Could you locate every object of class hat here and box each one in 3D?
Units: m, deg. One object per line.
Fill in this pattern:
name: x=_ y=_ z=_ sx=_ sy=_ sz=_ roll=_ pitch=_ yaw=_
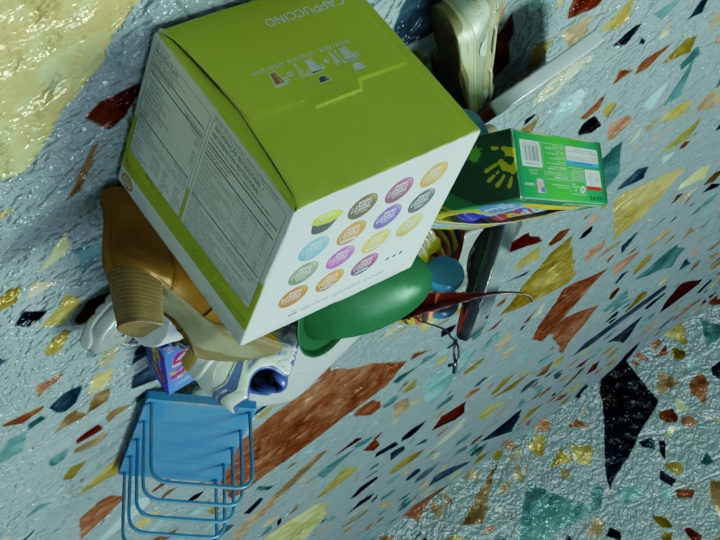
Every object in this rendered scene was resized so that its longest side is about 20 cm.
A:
hat: x=0.057 y=0.031 z=1.428 sx=0.201 sy=0.175 sz=0.166 roll=-57 pitch=157 yaw=-26

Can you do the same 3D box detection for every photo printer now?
photo printer: x=-0.075 y=0.087 z=1.772 sx=0.200 sy=0.070 sz=0.166 roll=-45 pitch=160 yaw=20

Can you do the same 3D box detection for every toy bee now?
toy bee: x=0.067 y=0.016 z=1.612 sx=0.200 sy=0.108 sz=0.132 roll=-83 pitch=-179 yaw=-62

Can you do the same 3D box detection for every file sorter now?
file sorter: x=-0.220 y=0.258 z=1.744 sx=0.138 sy=0.123 sz=0.200 roll=8 pitch=143 yaw=-17

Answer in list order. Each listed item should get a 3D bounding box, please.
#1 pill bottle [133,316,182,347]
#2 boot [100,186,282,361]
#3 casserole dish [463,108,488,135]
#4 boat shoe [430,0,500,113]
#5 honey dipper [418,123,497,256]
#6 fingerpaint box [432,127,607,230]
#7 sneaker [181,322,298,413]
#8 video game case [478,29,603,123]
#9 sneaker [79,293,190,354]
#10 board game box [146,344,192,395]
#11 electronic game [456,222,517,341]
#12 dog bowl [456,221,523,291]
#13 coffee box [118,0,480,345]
pill bottle: x=-0.141 y=0.003 z=1.392 sx=0.199 sy=0.115 sz=0.114 roll=-21 pitch=155 yaw=-41
boot: x=-0.151 y=0.000 z=1.276 sx=0.071 sy=0.145 sz=0.201 roll=-24 pitch=151 yaw=35
casserole dish: x=0.039 y=-0.134 z=1.410 sx=0.199 sy=0.039 sz=0.121 roll=-5 pitch=175 yaw=-22
boat shoe: x=0.113 y=-0.218 z=1.410 sx=0.063 sy=0.073 sz=0.201 roll=-32 pitch=155 yaw=-7
honey dipper: x=0.099 y=-0.089 z=1.565 sx=0.200 sy=0.038 sz=0.038 roll=-55 pitch=166 yaw=-18
fingerpaint box: x=0.136 y=-0.088 z=1.435 sx=0.166 sy=0.074 sz=0.200 roll=-10 pitch=175 yaw=34
sneaker: x=-0.099 y=0.090 z=1.470 sx=0.200 sy=0.088 sz=0.075 roll=-28 pitch=163 yaw=-47
video game case: x=0.181 y=-0.203 z=1.541 sx=0.143 sy=0.017 sz=0.200 roll=-36 pitch=-178 yaw=-8
sneaker: x=-0.197 y=0.047 z=1.441 sx=0.199 sy=0.082 sz=0.075 roll=-23 pitch=156 yaw=-38
board game box: x=-0.150 y=0.050 z=1.589 sx=0.199 sy=0.045 sz=0.135 roll=-31 pitch=160 yaw=-19
electronic game: x=0.148 y=-0.014 z=1.639 sx=0.200 sy=0.041 sz=0.201 roll=17 pitch=90 yaw=-89
dog bowl: x=0.126 y=-0.032 z=1.878 sx=0.199 sy=0.059 sz=0.200 roll=-33 pitch=161 yaw=-13
coffee box: x=-0.058 y=-0.097 z=1.179 sx=0.199 sy=0.200 sz=0.198 roll=-25 pitch=157 yaw=-33
